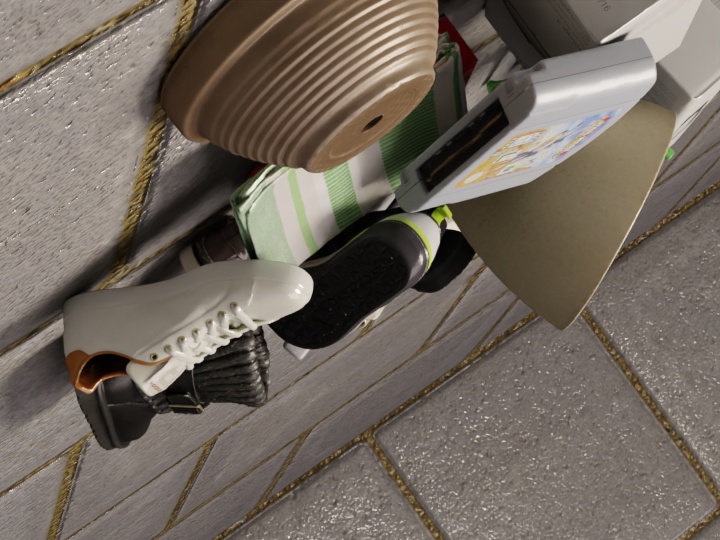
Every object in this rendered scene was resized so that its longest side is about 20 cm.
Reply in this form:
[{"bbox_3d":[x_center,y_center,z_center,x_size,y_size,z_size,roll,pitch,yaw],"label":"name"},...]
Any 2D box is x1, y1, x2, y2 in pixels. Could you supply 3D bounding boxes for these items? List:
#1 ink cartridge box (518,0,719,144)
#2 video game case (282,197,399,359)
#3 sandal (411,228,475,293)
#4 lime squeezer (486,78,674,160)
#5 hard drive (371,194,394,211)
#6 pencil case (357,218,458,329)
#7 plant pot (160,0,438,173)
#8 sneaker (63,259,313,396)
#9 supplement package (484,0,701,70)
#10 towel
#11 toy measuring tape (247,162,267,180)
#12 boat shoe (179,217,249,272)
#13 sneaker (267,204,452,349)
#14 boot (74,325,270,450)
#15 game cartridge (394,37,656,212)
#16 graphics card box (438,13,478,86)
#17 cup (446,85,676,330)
[{"bbox_3d":[0.236,-0.181,1.780,0.083,0.145,0.200,-40,173,-22],"label":"ink cartridge box"},{"bbox_3d":[0.004,-0.013,1.726,0.201,0.022,0.182,-52,-179,1],"label":"video game case"},{"bbox_3d":[0.058,-0.007,1.766,0.075,0.048,0.200,-44,-164,-1],"label":"sandal"},{"bbox_3d":[0.181,-0.149,1.759,0.038,0.199,0.071,-38,137,-35],"label":"lime squeezer"},{"bbox_3d":[0.028,-0.080,1.874,0.131,0.026,0.200,-37,170,-2],"label":"hard drive"},{"bbox_3d":[0.055,-0.031,2.014,0.199,0.090,0.078,-38,171,8],"label":"pencil case"},{"bbox_3d":[-0.020,-0.126,1.269,0.200,0.093,0.201,-35,171,-6],"label":"plant pot"},{"bbox_3d":[-0.126,0.050,1.498,0.198,0.085,0.073,-13,151,18],"label":"sneaker"},{"bbox_3d":[0.175,-0.211,1.507,0.117,0.117,0.200,-36,170,-7],"label":"supplement package"},{"bbox_3d":[-0.003,-0.075,1.482,0.199,0.023,0.153,-38,156,-10],"label":"towel"},{"bbox_3d":[-0.052,-0.068,1.518,0.073,0.074,0.200,-34,166,-16],"label":"toy measuring tape"},{"bbox_3d":[-0.082,-0.008,1.683,0.059,0.072,0.200,-36,166,15],"label":"boat shoe"},{"bbox_3d":[0.000,0.000,1.585,0.199,0.072,0.083,-23,-163,44],"label":"sneaker"},{"bbox_3d":[-0.151,0.092,1.688,0.156,0.080,0.211,-10,168,-3],"label":"boot"},{"bbox_3d":[0.122,-0.103,1.465,0.132,0.042,0.200,-11,164,-31],"label":"game cartridge"},{"bbox_3d":[0.015,-0.114,1.589,0.125,0.051,0.200,-35,171,-17],"label":"graphics card box"},{"bbox_3d":[0.148,-0.072,1.657,0.202,0.142,0.200,-63,-178,3],"label":"cup"}]
